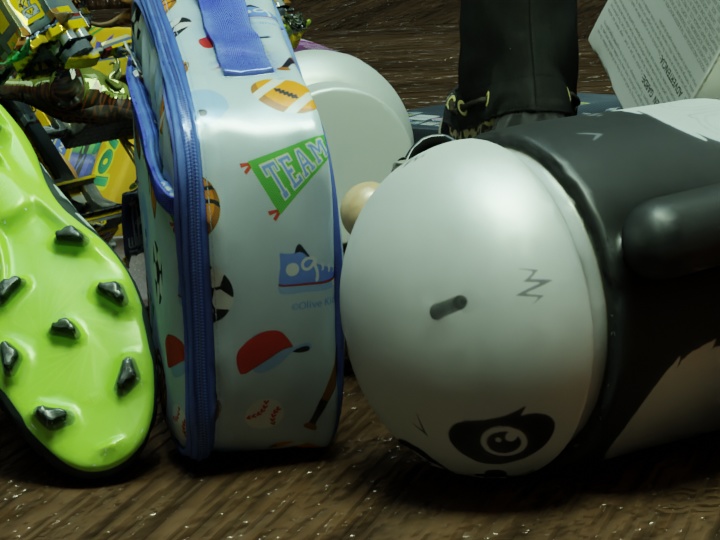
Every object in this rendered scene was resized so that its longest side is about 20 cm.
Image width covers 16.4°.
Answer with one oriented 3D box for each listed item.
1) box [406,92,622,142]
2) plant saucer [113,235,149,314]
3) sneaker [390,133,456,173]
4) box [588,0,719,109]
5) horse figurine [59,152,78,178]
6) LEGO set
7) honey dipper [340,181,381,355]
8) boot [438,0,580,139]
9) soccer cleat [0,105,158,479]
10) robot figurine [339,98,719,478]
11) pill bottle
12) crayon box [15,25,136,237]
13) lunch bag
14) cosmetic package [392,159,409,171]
[{"bbox_3d":[0.112,-0.074,1.506,0.157,0.051,0.199,-12,14,-40],"label":"box"},{"bbox_3d":[-0.125,0.017,1.165,0.199,0.037,0.200,-5,11,1],"label":"plant saucer"},{"bbox_3d":[0.047,-0.026,1.189,0.071,0.083,0.200,-5,10,-2],"label":"sneaker"},{"bbox_3d":[0.232,-0.101,1.215,0.199,0.102,0.113,10,36,-25],"label":"box"},{"bbox_3d":[-0.193,-0.035,1.258,0.132,0.050,0.200,-16,10,-29],"label":"horse figurine"},{"bbox_3d":[-0.103,-0.063,1.119,0.154,0.116,0.200,-41,-15,29],"label":"LEGO set"},{"bbox_3d":[0.000,0.000,1.003,0.038,0.038,0.200,-5,-11,-2],"label":"honey dipper"},{"bbox_3d":[0.077,-0.123,1.308,0.073,0.152,0.200,-4,13,-1],"label":"boot"},{"bbox_3d":[-0.128,0.007,0.985,0.067,0.081,0.200,-27,57,-8],"label":"soccer cleat"},{"bbox_3d":[0.089,0.007,0.898,0.199,0.151,0.125,-10,39,-32],"label":"robot figurine"},{"bbox_3d":[-0.033,-0.069,1.378,0.112,0.113,0.200,-7,10,-12],"label":"pill bottle"},{"bbox_3d":[-0.134,-0.065,1.343,0.051,0.126,0.200,26,-9,-34],"label":"crayon box"},{"bbox_3d":[-0.053,-0.029,0.981,0.075,0.161,0.200,-7,24,-8],"label":"lunch bag"},{"bbox_3d":[0.124,-0.012,1.069,0.199,0.088,0.103,-8,12,-21],"label":"cosmetic package"}]
